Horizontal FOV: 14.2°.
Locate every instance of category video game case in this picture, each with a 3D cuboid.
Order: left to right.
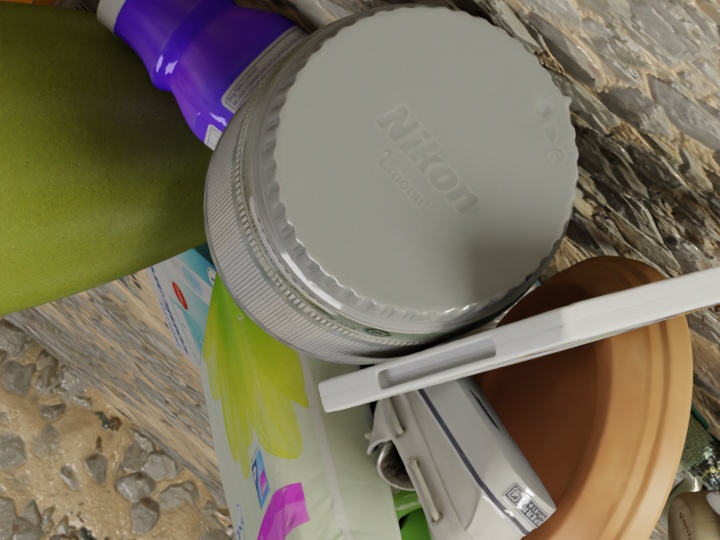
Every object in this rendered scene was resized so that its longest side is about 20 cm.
[{"bbox_3d":[0.090,0.030,1.378,0.200,0.143,0.018,-19,85,54],"label":"video game case"}]

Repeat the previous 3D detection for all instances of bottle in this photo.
[{"bbox_3d":[-0.055,-0.098,1.585,0.200,0.084,0.065,37,149,11],"label":"bottle"}]

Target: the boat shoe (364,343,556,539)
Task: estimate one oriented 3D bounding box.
[{"bbox_3d":[0.036,0.085,1.503,0.072,0.066,0.200,44,-172,-39],"label":"boat shoe"}]

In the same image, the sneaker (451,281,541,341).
[{"bbox_3d":[0.097,0.040,1.705,0.082,0.074,0.200,55,179,42],"label":"sneaker"}]

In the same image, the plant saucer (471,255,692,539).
[{"bbox_3d":[0.100,0.085,1.509,0.037,0.200,0.200,20,178,-25],"label":"plant saucer"}]

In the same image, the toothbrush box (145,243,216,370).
[{"bbox_3d":[-0.070,0.010,1.873,0.200,0.085,0.147,40,154,56],"label":"toothbrush box"}]

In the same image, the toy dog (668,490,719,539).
[{"bbox_3d":[0.230,0.118,1.487,0.200,0.132,0.096,1,101,57],"label":"toy dog"}]

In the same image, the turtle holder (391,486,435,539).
[{"bbox_3d":[0.054,0.147,1.704,0.141,0.132,0.186,-95,-6,-57],"label":"turtle holder"}]

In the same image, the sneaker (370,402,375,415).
[{"bbox_3d":[0.069,0.101,1.804,0.200,0.073,0.085,2,172,-30],"label":"sneaker"}]

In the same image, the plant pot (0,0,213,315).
[{"bbox_3d":[-0.148,-0.071,1.671,0.187,0.200,0.187,174,90,-66],"label":"plant pot"}]

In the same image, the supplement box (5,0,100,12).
[{"bbox_3d":[-0.160,-0.134,1.807,0.126,0.074,0.200,24,160,49],"label":"supplement box"}]

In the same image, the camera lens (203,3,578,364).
[{"bbox_3d":[0.012,-0.039,1.410,0.160,0.160,0.200,41,169,-4],"label":"camera lens"}]

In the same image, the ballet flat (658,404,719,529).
[{"bbox_3d":[0.183,0.113,1.669,0.200,0.074,0.074,46,167,-23],"label":"ballet flat"}]

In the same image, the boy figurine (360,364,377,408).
[{"bbox_3d":[0.000,0.000,1.646,0.124,0.064,0.200,150,100,-79],"label":"boy figurine"}]

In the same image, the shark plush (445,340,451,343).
[{"bbox_3d":[0.033,0.028,1.844,0.200,0.091,0.083,55,-168,-66],"label":"shark plush"}]

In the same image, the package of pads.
[{"bbox_3d":[-0.035,0.100,1.599,0.155,0.068,0.200,107,152,-62],"label":"package of pads"}]
